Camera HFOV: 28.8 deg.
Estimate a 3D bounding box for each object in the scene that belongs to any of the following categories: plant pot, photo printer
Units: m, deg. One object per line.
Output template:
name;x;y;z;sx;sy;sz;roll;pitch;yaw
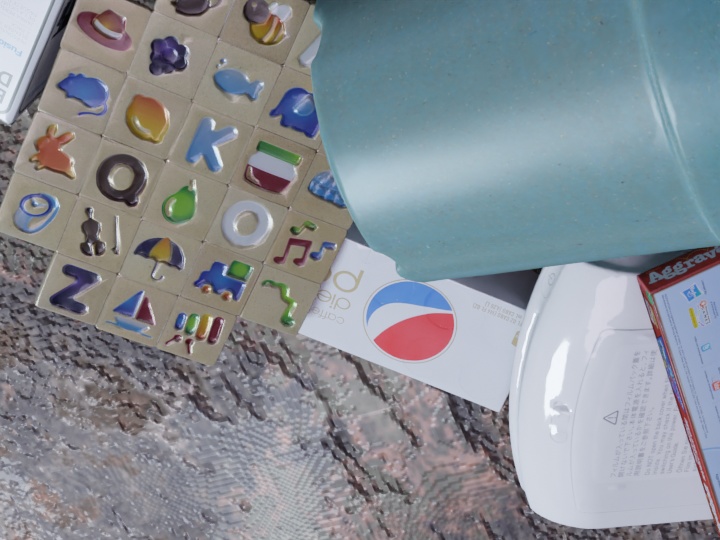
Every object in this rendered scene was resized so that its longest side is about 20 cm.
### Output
plant pot;0.095;-0.087;0.605;0.194;0.201;0.202;-12;116;25
photo printer;0.174;0.051;0.718;0.198;0.070;0.168;-3;120;-12

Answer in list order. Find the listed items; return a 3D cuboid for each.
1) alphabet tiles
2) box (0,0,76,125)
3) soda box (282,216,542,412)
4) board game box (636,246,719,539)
alphabet tiles;-0.080;-0.049;0.686;0.165;0.006;0.201;20;114;-17
box;-0.136;-0.181;0.655;0.060;0.117;0.201;28;120;-6
soda box;0.000;0.000;0.759;0.198;0.064;0.069;21;120;-2
board game box;0.207;0.063;0.680;0.102;0.019;0.201;-23;122;1
